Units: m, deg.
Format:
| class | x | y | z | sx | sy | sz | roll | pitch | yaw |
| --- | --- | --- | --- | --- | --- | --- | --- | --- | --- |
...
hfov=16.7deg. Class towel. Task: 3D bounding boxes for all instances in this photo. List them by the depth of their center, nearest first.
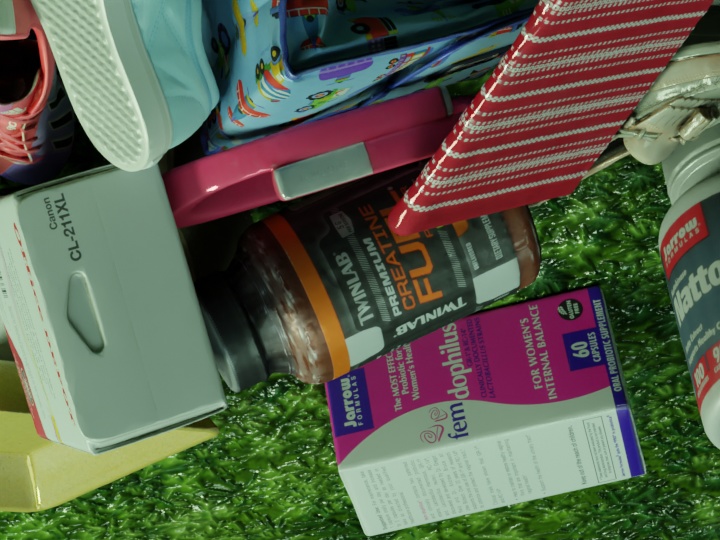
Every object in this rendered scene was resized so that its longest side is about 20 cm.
| class | x | y | z | sx | sy | sz | roll | pitch | yaw |
| --- | --- | --- | --- | --- | --- | --- | --- | --- | --- |
| towel | 0.106 | -0.096 | 1.297 | 0.144 | 0.023 | 0.200 | -15 | 150 | -42 |

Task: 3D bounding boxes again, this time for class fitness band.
| class | x | y | z | sx | sy | sz | roll | pitch | yaw |
| --- | --- | --- | --- | --- | --- | --- | --- | --- | --- |
| fitness band | -0.018 | -0.065 | 1.357 | 0.200 | 0.038 | 0.144 | -16 | -178 | -18 |

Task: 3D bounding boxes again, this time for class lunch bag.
| class | x | y | z | sx | sy | sz | roll | pitch | yaw |
| --- | --- | --- | --- | --- | --- | --- | --- | --- | --- |
| lunch bag | 0.021 | -0.134 | 1.311 | 0.200 | 0.094 | 0.151 | -8 | 170 | -22 |

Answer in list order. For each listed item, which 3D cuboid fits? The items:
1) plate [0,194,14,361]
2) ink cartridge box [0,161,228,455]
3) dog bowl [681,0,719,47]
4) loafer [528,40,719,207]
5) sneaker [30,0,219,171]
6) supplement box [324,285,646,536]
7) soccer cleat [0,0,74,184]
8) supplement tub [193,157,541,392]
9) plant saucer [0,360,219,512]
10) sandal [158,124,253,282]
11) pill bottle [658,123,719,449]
| class | x | y | z | sx | sy | sz | roll | pitch | yaw |
| --- | --- | --- | --- | --- | --- | --- | --- | --- | --- |
| plate | -0.269 | 0.029 | 1.541 | 0.199 | 0.032 | 0.200 | -8 | 146 | -2 |
| ink cartridge box | -0.149 | 0.020 | 1.370 | 0.083 | 0.146 | 0.200 | -17 | -176 | -15 |
| dog bowl | 0.209 | -0.203 | 1.301 | 0.200 | 0.059 | 0.200 | -7 | 146 | -5 |
| loafer | 0.158 | -0.082 | 1.403 | 0.072 | 0.063 | 0.200 | 5 | 168 | -39 |
| sneaker | -0.123 | -0.156 | 1.252 | 0.074 | 0.082 | 0.200 | 11 | 125 | 39 |
| supplement box | 0.083 | 0.097 | 1.671 | 0.200 | 0.101 | 0.103 | -14 | 146 | 6 |
| soccer cleat | -0.191 | -0.098 | 1.333 | 0.067 | 0.077 | 0.200 | -6 | 146 | -7 |
| supplement tub | 0.000 | 0.000 | 1.456 | 0.200 | 0.107 | 0.107 | -26 | 148 | -10 |
| plant saucer | -0.230 | 0.107 | 1.606 | 0.200 | 0.049 | 0.200 | -26 | 156 | 39 |
| sandal | -0.115 | -0.030 | 1.484 | 0.069 | 0.078 | 0.212 | 14 | 144 | 21 |
| pill bottle | 0.246 | 0.003 | 1.486 | 0.119 | 0.200 | 0.120 | -7 | 146 | -5 |
